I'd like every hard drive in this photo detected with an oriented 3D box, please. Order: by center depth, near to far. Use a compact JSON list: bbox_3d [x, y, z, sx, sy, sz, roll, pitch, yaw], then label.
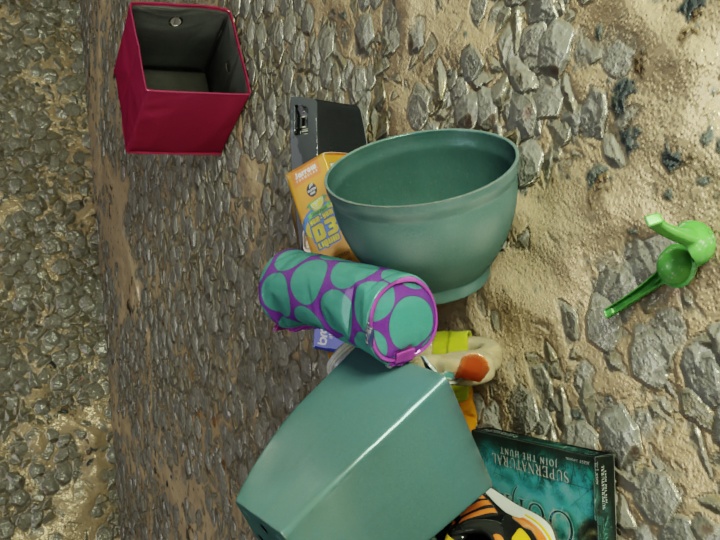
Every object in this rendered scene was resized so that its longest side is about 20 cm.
[{"bbox_3d":[-0.036,-0.125,1.208,0.042,0.134,0.202,-4,90,36],"label":"hard drive"}]

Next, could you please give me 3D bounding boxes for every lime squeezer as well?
[{"bbox_3d":[0.246,-0.004,0.735,0.038,0.070,0.200,56,172,21],"label":"lime squeezer"}]

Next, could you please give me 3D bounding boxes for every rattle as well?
[{"bbox_3d":[0.092,0.137,0.945,0.200,0.129,0.144,-147,69,-76],"label":"rattle"}]

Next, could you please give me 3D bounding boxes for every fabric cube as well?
[{"bbox_3d":[-0.339,-0.353,1.709,0.199,0.194,0.202,-50,50,55],"label":"fabric cube"}]

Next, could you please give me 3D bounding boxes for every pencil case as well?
[{"bbox_3d":[-0.019,0.035,0.916,0.199,0.084,0.093,15,102,50],"label":"pencil case"}]

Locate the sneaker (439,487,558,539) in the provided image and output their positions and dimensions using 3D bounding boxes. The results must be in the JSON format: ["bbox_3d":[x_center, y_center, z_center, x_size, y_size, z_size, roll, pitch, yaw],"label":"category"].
[{"bbox_3d":[0.110,0.264,0.924,0.200,0.089,0.071,2,95,63],"label":"sneaker"}]

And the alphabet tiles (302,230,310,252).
[{"bbox_3d":[0.013,-0.037,1.113,0.194,0.015,0.202,2,95,26],"label":"alphabet tiles"}]

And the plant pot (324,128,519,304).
[{"bbox_3d":[0.071,-0.049,0.955,0.200,0.199,0.135,39,145,55],"label":"plant pot"}]

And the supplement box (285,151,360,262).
[{"bbox_3d":[-0.016,-0.029,1.028,0.066,0.069,0.202,-26,76,33],"label":"supplement box"}]

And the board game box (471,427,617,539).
[{"bbox_3d":[0.179,0.238,0.916,0.200,0.028,0.137,-5,88,63],"label":"board game box"}]

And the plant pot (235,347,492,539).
[{"bbox_3d":[-0.006,0.199,0.871,0.141,0.200,0.142,13,135,52],"label":"plant pot"}]

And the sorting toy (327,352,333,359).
[{"bbox_3d":[-0.006,0.189,1.196,0.200,0.036,0.187,87,168,-64],"label":"sorting toy"}]

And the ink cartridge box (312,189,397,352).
[{"bbox_3d":[0.000,0.000,1.089,0.093,0.044,0.202,9,99,27],"label":"ink cartridge box"}]

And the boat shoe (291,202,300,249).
[{"bbox_3d":[-0.048,-0.011,1.296,0.074,0.068,0.201,-112,11,-52],"label":"boat shoe"}]

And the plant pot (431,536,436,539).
[{"bbox_3d":[0.021,0.367,0.908,0.200,0.199,0.198,15,120,62],"label":"plant pot"}]

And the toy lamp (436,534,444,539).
[{"bbox_3d":[0.057,0.341,1.137,0.200,0.058,0.059,-28,67,58],"label":"toy lamp"}]

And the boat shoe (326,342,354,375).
[{"bbox_3d":[0.035,0.145,1.050,0.074,0.202,0.065,-45,42,-6],"label":"boat shoe"}]
